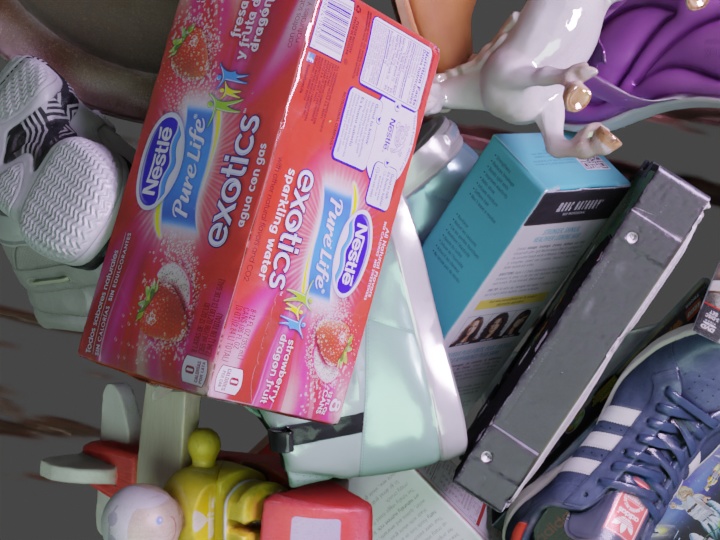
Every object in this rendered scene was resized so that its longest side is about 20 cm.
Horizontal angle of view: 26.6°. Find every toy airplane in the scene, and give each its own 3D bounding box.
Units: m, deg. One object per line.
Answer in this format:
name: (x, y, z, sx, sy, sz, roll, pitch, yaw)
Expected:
toy airplane: (-0.111, 0.132, 0.895, 0.199, 0.141, 0.200, -41, 77, 24)

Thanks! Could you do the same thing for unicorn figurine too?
unicorn figurine: (0.092, -0.115, 0.776, 0.200, 0.137, 0.074, -44, 122, -4)

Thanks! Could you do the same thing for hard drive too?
hard drive: (0.123, 0.032, 0.853, 0.038, 0.140, 0.200, 32, 98, 3)

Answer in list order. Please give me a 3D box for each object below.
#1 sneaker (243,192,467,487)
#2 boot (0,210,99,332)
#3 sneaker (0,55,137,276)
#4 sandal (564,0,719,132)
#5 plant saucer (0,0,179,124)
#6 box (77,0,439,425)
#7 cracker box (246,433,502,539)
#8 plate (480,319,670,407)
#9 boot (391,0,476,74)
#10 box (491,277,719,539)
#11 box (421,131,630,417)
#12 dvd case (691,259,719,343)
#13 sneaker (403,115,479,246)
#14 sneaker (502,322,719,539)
sneaker: (-0.024, 0.017, 0.818, 0.118, 0.074, 0.201, -15, 83, -6)
boot: (-0.117, -0.016, 0.924, 0.200, 0.074, 0.096, -7, 121, 15)
sneaker: (-0.145, -0.044, 0.843, 0.115, 0.200, 0.075, 34, 98, -39)
sandal: (0.148, -0.119, 0.799, 0.050, 0.203, 0.083, 8, 85, -39)
plant saucer: (-0.131, -0.153, 0.833, 0.200, 0.032, 0.200, 11, 148, 7)
box: (-0.048, -0.035, 0.743, 0.095, 0.100, 0.200, 12, 86, 40)
cracker box: (0.012, 0.175, 0.979, 0.200, 0.058, 0.134, 46, 111, -2)
plate: (0.192, 0.117, 0.966, 0.200, 0.032, 0.200, -14, 112, 11)
boot: (0.085, -0.194, 0.819, 0.155, 0.074, 0.200, -11, 118, 3)
box: (0.194, 0.119, 0.928, 0.137, 0.040, 0.200, 35, 112, -11)
box: (0.066, 0.011, 0.881, 0.049, 0.082, 0.200, 50, 125, 28)
dvd case: (0.249, -0.058, 0.815, 0.022, 0.146, 0.200, 27, 108, 32)
sneaker: (0.000, 0.000, 0.910, 0.200, 0.074, 0.082, -39, 102, 20)
sneaker: (0.155, 0.118, 0.863, 0.075, 0.085, 0.200, 33, 113, -7)
